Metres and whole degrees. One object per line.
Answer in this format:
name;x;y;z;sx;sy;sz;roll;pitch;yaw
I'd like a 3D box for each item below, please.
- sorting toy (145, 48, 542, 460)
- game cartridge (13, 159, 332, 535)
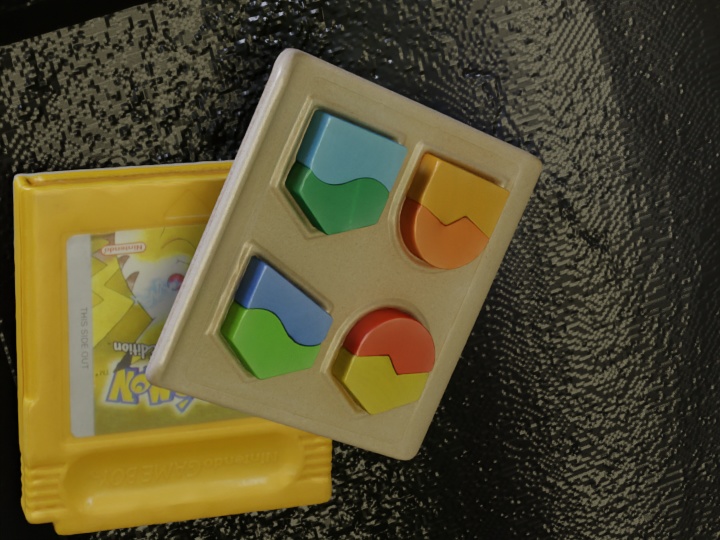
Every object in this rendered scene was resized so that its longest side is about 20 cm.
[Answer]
sorting toy;0.000;0.000;0.994;0.199;0.036;0.186;19;97;-39
game cartridge;-0.096;0.041;1.008;0.175;0.032;0.202;-5;110;-19
